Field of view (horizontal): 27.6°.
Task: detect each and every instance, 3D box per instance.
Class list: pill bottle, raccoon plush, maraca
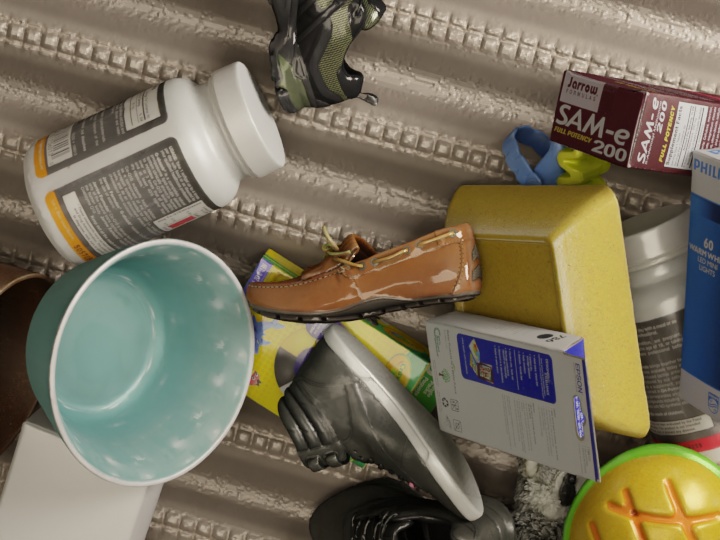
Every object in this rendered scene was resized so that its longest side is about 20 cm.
[{"bbox_3d":[0.268,0.052,1.216,0.110,0.111,0.202,-21,99,8],"label":"pill bottle"},{"bbox_3d":[0.122,0.225,1.277,0.198,0.097,0.135,-21,91,9],"label":"raccoon plush"},{"bbox_3d":[0.223,0.229,1.184,0.136,0.107,0.201,34,110,2],"label":"maraca"},{"bbox_3d":[-0.171,-0.091,1.224,0.198,0.116,0.117,-23,98,9],"label":"pill bottle"}]

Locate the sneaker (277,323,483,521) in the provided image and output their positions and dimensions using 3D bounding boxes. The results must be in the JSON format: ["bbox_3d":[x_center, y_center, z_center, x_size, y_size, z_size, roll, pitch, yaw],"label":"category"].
[{"bbox_3d":[0.011,0.150,1.227,0.099,0.071,0.200,-44,82,13],"label":"sneaker"}]

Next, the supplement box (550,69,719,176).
[{"bbox_3d":[0.261,-0.108,1.144,0.198,0.109,0.062,5,103,-29],"label":"supplement box"}]

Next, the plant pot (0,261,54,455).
[{"bbox_3d":[-0.390,0.052,1.252,0.198,0.187,0.189,23,102,14],"label":"plant pot"}]

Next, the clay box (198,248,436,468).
[{"bbox_3d":[-0.027,0.084,1.280,0.199,0.048,0.116,32,102,-1],"label":"clay box"}]

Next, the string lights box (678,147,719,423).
[{"bbox_3d":[0.302,0.005,1.109,0.102,0.059,0.202,-11,113,-23],"label":"string lights box"}]

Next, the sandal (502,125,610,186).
[{"bbox_3d":[0.158,-0.044,1.234,0.086,0.079,0.203,14,107,31],"label":"sandal"}]

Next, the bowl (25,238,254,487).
[{"bbox_3d":[-0.195,0.068,1.208,0.104,0.199,0.203,11,106,46],"label":"bowl"}]

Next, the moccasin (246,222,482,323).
[{"bbox_3d":[-0.001,0.000,1.199,0.199,0.073,0.079,-11,85,24],"label":"moccasin"}]

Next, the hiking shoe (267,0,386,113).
[{"bbox_3d":[-0.030,-0.234,1.215,0.099,0.076,0.202,-4,110,-3],"label":"hiking shoe"}]

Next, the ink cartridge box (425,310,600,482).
[{"bbox_3d":[0.128,0.095,1.148,0.039,0.199,0.101,-15,106,-31],"label":"ink cartridge box"}]

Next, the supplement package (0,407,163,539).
[{"bbox_3d":[-0.253,0.226,1.290,0.120,0.120,0.202,21,102,2],"label":"supplement package"}]

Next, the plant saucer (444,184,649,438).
[{"bbox_3d":[0.137,0.034,1.187,0.048,0.199,0.203,-16,101,-33],"label":"plant saucer"}]

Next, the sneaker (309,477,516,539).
[{"bbox_3d":[0.031,0.222,1.257,0.198,0.090,0.077,-6,88,34],"label":"sneaker"}]
